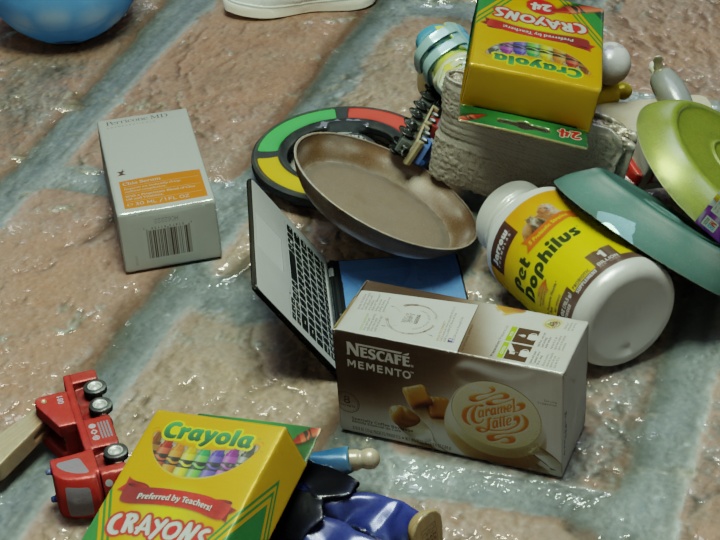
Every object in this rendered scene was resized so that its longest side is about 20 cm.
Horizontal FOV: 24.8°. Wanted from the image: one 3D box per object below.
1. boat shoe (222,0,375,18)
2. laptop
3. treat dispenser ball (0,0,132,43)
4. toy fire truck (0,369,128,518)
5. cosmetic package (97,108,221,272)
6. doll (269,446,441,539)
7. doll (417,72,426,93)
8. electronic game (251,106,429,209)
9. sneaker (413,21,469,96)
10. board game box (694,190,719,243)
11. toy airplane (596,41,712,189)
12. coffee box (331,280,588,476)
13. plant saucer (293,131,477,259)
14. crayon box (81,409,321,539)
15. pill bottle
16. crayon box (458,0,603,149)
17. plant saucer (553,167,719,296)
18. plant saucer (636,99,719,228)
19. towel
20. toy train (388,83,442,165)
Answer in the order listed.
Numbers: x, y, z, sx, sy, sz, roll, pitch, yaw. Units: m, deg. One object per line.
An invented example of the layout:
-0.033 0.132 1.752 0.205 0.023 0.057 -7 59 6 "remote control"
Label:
-0.078 -0.368 2.097 0.199 0.069 0.072 -2 34 2 "boat shoe"
0.000 0.000 1.517 0.116 0.200 0.187 -33 30 15 "laptop"
-0.372 -0.382 2.028 0.200 0.201 0.201 -2 34 1 "treat dispenser ball"
-0.278 0.141 1.387 0.141 0.049 0.200 -13 36 -13 "toy fire truck"
-0.210 -0.087 1.695 0.101 0.071 0.200 -10 34 -10 "cosmetic package"
-0.029 0.185 1.288 0.200 0.049 0.136 18 49 38 "doll"
0.168 -0.234 1.900 0.200 0.049 0.136 -25 50 -29 "doll"
-0.018 -0.123 1.758 0.199 0.042 0.200 -3 34 2 "electronic game"
0.096 -0.207 1.740 0.080 0.131 0.200 -40 -6 11 "sneaker"
0.422 -0.032 1.464 0.200 0.105 0.103 41 48 10 "board game box"
0.254 -0.165 1.698 0.199 0.141 0.200 16 30 15 "toy airplane"
0.085 0.089 1.376 0.200 0.115 0.080 11 37 19 "coffee box"
0.020 -0.069 1.609 0.200 0.032 0.200 23 27 -12 "plant saucer"
-0.128 0.179 1.254 0.127 0.051 0.200 3 48 30 "crayon box"
0.190 -0.005 1.508 0.109 0.109 0.200 -19 37 -22 "pill bottle"
0.166 -0.198 1.566 0.127 0.051 0.200 12 37 0 "crayon box"
0.272 -0.042 1.516 0.200 0.036 0.200 31 12 -7 "plant saucer"
0.355 -0.098 1.598 0.200 0.031 0.200 26 39 -23 "plant saucer"
0.167 -0.115 1.622 0.200 0.133 0.035 19 42 11 "towel"
0.068 -0.153 1.743 0.046 0.034 0.200 33 25 -3 "toy train"
